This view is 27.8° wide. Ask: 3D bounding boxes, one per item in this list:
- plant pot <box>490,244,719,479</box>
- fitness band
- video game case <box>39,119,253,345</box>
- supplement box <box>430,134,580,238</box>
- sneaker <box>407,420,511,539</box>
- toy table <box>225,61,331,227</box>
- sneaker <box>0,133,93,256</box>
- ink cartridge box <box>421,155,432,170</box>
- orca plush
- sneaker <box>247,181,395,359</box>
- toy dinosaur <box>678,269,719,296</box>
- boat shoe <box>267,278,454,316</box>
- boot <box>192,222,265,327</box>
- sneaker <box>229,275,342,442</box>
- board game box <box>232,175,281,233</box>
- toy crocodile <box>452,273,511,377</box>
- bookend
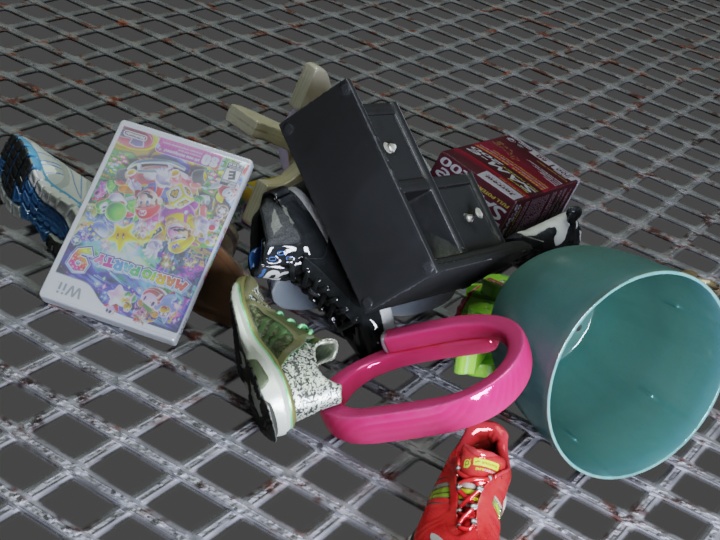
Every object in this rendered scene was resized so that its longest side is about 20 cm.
[{"bbox_3d":[0.214,0.067,1.355,0.200,0.201,0.161,-2,21,-28],"label":"plant pot"},{"bbox_3d":[0.056,0.094,1.285,0.199,0.038,0.144,-12,25,24],"label":"fitness band"},{"bbox_3d":[-0.205,-0.040,1.408,0.143,0.018,0.201,18,70,10],"label":"video game case"},{"bbox_3d":[0.164,-0.097,1.682,0.109,0.061,0.200,36,26,18],"label":"supplement box"},{"bbox_3d":[0.084,0.185,1.174,0.077,0.085,0.200,14,26,3],"label":"sneaker"},{"bbox_3d":[-0.047,-0.125,1.561,0.200,0.185,0.117,21,9,40],"label":"toy table"},{"bbox_3d":[-0.311,-0.075,1.530,0.086,0.075,0.200,-4,39,-44],"label":"sneaker"},{"bbox_3d":[0.061,-0.074,1.657,0.094,0.037,0.200,-5,52,-38],"label":"ink cartridge box"},{"bbox_3d":[0.218,-0.020,1.653,0.071,0.105,0.200,60,11,6],"label":"orca plush"},{"bbox_3d":[-0.047,0.014,1.401,0.111,0.073,0.201,-15,77,-29],"label":"sneaker"},{"bbox_3d":[0.365,0.019,1.663,0.101,0.058,0.200,31,31,34],"label":"toy dinosaur"},{"bbox_3d":[-0.001,0.002,1.507,0.198,0.074,0.068,-3,44,-12],"label":"boat shoe"},{"bbox_3d":[-0.157,-0.020,1.489,0.200,0.070,0.146,39,15,7],"label":"boot"},{"bbox_3d":[-0.066,0.074,1.320,0.088,0.077,0.200,-9,39,-12],"label":"sneaker"},{"bbox_3d":[-0.041,-0.069,1.670,0.134,0.034,0.200,33,32,33],"label":"board game box"},{"bbox_3d":[0.119,0.053,1.472,0.061,0.068,0.200,12,23,13],"label":"toy crocodile"},{"bbox_3d":[0.048,-0.077,1.413,0.200,0.092,0.199,-10,73,-57],"label":"bookend"}]
